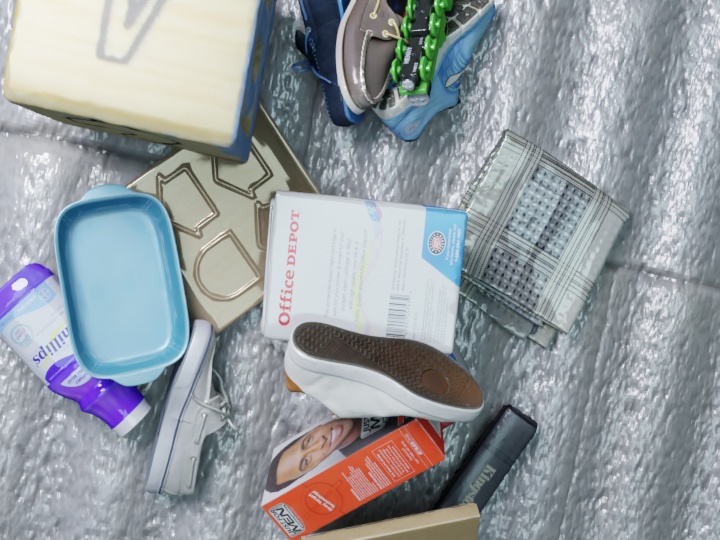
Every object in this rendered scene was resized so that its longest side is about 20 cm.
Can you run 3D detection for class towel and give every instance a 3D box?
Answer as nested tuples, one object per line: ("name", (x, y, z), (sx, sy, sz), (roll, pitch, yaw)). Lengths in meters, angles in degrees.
("towel", (0.198, -0.033, 0.948), (0.190, 0.035, 0.203), (31, 90, -10))

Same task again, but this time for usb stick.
("usb stick", (0.138, 0.252, 0.963), (0.055, 0.033, 0.202), (35, 89, -17))

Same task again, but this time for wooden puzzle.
("wooden puzzle", (-0.143, -0.058, 0.889), (0.198, 0.046, 0.187), (-35, 99, 0))

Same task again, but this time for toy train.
("toy train", (0.069, -0.250, 0.828), (0.041, 0.057, 0.204), (0, 57, 21))

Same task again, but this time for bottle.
("bottle", (-0.307, 0.090, 0.862), (0.083, 0.065, 0.201), (-41, 100, -7))

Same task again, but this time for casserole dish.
("casserole dish", (-0.245, 0.015, 0.831), (0.118, 0.039, 0.205), (-11, 92, -21))

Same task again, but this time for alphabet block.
("alphabet block", (-0.188, -0.222, 0.749), (0.195, 0.195, 0.201), (11, 91, -5))

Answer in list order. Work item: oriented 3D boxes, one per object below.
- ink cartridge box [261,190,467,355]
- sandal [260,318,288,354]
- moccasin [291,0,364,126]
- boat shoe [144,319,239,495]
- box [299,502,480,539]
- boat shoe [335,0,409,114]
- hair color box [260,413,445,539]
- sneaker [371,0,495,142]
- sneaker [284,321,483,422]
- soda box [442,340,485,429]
("ink cartridge box", (0.000, 0.000, 0.831), (0.195, 0.085, 0.148), (5, 96, -7))
("sandal", (-0.018, 0.092, 0.914), (0.201, 0.082, 0.050), (34, 47, -11))
("moccasin", (-0.037, -0.251, 0.878), (0.067, 0.080, 0.205), (-10, 78, 19))
("boat shoe", (-0.172, 0.157, 0.884), (0.084, 0.075, 0.206), (14, 100, -17))
("box", (0.033, 0.330, 0.911), (0.195, 0.022, 0.166), (-9, 134, -8))
("boat shoe", (0.022, -0.255, 0.843), (0.058, 0.072, 0.204), (-6, 58, 29))
("hair color box", (-0.008, 0.197, 0.867), (0.198, 0.102, 0.062), (-33, 109, 15))
("sneaker", (0.085, -0.229, 0.904), (0.201, 0.078, 0.090), (-51, 139, -13))
("sneaker", (0.020, 0.113, 0.791), (0.196, 0.073, 0.086), (18, 130, 0))
("soda box", (0.066, 0.076, 0.922), (0.069, 0.063, 0.203), (-28, 99, -5))
